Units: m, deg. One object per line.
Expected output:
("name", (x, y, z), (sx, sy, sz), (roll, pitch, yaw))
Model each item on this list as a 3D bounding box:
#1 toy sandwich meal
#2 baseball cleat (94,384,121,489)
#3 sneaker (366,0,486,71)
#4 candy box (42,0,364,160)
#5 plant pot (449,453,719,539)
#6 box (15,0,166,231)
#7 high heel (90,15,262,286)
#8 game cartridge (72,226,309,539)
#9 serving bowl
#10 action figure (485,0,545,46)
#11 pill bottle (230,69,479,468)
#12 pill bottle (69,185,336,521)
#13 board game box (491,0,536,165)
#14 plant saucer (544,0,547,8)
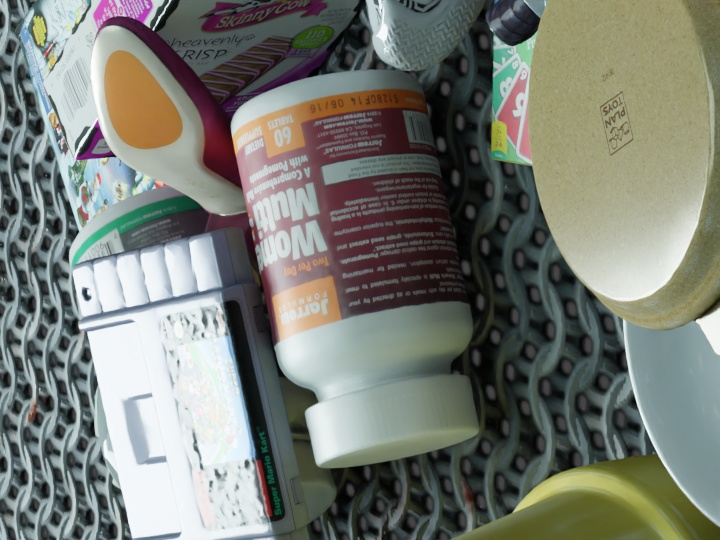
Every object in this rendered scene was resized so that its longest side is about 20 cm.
("toy sandwich meal", (0.146, -0.064, 1.294), (0.205, 0.070, 0.206), (176, 90, -65))
("baseball cleat", (-0.095, 0.139, 1.794), (0.106, 0.070, 0.200), (-36, 74, 44))
("sneaker", (0.015, -0.208, 1.572), (0.115, 0.075, 0.200), (7, 95, 56))
("candy box", (-0.079, -0.146, 1.658), (0.200, 0.136, 0.061), (-54, 53, 45))
("plant pot", (0.093, 0.197, 1.409), (0.201, 0.189, 0.201), (11, 104, 54))
("box", (-0.151, -0.104, 1.855), (0.137, 0.040, 0.200), (-45, 58, 47))
("high heel", (-0.087, -0.086, 1.645), (0.067, 0.096, 0.200), (-9, 131, 31))
("game cartridge", (-0.093, 0.083, 1.621), (0.130, 0.038, 0.200), (-12, 90, 49))
("serving bowl", (0.206, 0.025, 1.327), (0.200, 0.066, 0.201), (9, 101, 55))
("action figure", (0.122, -0.189, 1.382), (0.130, 0.069, 0.200), (55, 137, 0))
("pill bottle", (0.000, 0.000, 1.586), (0.110, 0.109, 0.200), (-26, 73, 54))
("pill bottle", (-0.091, 0.058, 1.724), (0.113, 0.113, 0.200), (-47, 57, 48))
("board game box", (0.106, -0.151, 1.488), (0.095, 0.030, 0.200), (13, 103, 54))
("plant saucer", (0.115, -0.166, 1.341), (0.070, 0.019, 0.200), (7, 134, 19))
